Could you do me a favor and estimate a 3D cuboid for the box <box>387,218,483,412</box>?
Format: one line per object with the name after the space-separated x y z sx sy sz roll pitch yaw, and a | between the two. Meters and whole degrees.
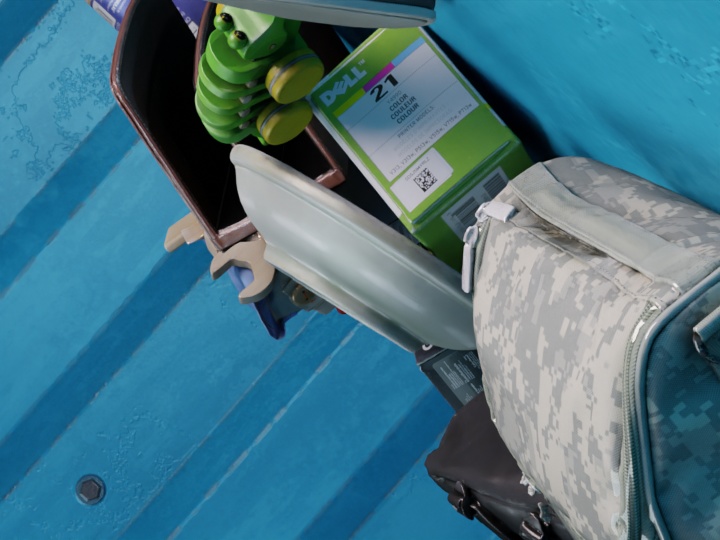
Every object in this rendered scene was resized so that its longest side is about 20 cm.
0.095 0.067 1.210 0.200 0.046 0.160 50 -164 -34 | box

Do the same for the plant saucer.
0.000 0.000 0.999 0.199 0.051 0.200 32 178 1 | plant saucer

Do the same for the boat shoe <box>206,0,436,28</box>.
-0.060 -0.146 0.755 0.198 0.058 0.067 7 -179 -10 | boat shoe

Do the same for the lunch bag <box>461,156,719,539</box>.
0.126 0.047 0.661 0.169 0.139 0.200 59 175 -19 | lunch bag

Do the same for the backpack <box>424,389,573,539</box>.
0.163 0.132 0.956 0.200 0.154 0.163 47 160 -26 | backpack

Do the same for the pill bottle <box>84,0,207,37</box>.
-0.112 -0.193 1.314 0.200 0.116 0.116 42 -179 -3 | pill bottle

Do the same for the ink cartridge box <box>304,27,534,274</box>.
0.014 -0.100 0.973 0.201 0.076 0.148 52 -176 19 | ink cartridge box

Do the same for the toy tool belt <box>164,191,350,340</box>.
-0.063 -0.007 1.220 0.200 0.122 0.126 53 168 54 | toy tool belt

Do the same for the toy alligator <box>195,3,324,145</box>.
-0.054 -0.114 0.858 0.060 0.054 0.201 54 156 18 | toy alligator

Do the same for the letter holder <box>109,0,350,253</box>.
-0.083 -0.135 1.151 0.143 0.100 0.201 55 -163 -24 | letter holder

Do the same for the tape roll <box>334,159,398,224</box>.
0.041 -0.057 1.337 0.200 0.066 0.201 47 -167 -14 | tape roll
